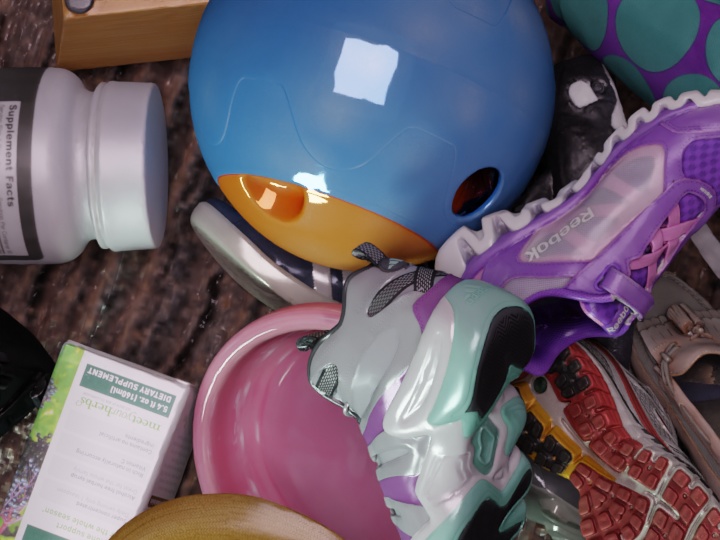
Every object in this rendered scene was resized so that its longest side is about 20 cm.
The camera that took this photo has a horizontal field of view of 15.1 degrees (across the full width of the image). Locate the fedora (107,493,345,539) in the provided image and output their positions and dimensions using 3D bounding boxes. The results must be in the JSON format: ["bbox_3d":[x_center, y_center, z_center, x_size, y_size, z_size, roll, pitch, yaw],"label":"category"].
[{"bbox_3d":[-0.056,0.202,1.505,0.200,0.082,0.202,3,107,11],"label":"fedora"}]

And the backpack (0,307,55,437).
[{"bbox_3d":[-0.295,0.087,1.549,0.154,0.163,0.200,40,95,17],"label":"backpack"}]

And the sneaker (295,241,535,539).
[{"bbox_3d":[0.019,0.076,1.431,0.140,0.078,0.201,26,124,32],"label":"sneaker"}]

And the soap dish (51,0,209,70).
[{"bbox_3d":[-0.112,-0.226,1.598,0.157,0.081,0.201,-5,82,4],"label":"soap dish"}]

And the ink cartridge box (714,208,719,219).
[{"bbox_3d":[0.316,-0.067,1.545,0.165,0.075,0.200,40,87,10],"label":"ink cartridge box"}]

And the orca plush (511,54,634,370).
[{"bbox_3d":[0.110,-0.021,1.538,0.071,0.105,0.201,-2,99,-24],"label":"orca plush"}]

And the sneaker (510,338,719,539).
[{"bbox_3d":[0.154,0.109,1.466,0.078,0.082,0.200,-43,69,27],"label":"sneaker"}]

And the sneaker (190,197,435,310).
[{"bbox_3d":[0.000,0.000,1.570,0.200,0.075,0.085,32,81,2],"label":"sneaker"}]

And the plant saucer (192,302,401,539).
[{"bbox_3d":[0.001,0.108,1.524,0.200,0.051,0.201,13,116,27],"label":"plant saucer"}]

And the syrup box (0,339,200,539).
[{"bbox_3d":[-0.161,0.149,1.557,0.078,0.081,0.201,19,84,8],"label":"syrup box"}]

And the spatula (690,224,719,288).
[{"bbox_3d":[0.196,-0.010,1.509,0.056,0.200,0.021,-31,39,13],"label":"spatula"}]

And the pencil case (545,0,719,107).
[{"bbox_3d":[0.191,-0.124,1.500,0.200,0.085,0.093,44,102,29],"label":"pencil case"}]

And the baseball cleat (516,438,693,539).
[{"bbox_3d":[0.156,0.118,1.550,0.199,0.070,0.107,25,72,3],"label":"baseball cleat"}]

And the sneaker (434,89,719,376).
[{"bbox_3d":[0.136,-0.013,1.415,0.200,0.080,0.089,-34,44,15],"label":"sneaker"}]

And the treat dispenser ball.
[{"bbox_3d":[0.006,-0.099,1.484,0.200,0.201,0.202,-1,83,5],"label":"treat dispenser ball"}]

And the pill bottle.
[{"bbox_3d":[-0.215,-0.060,1.571,0.199,0.114,0.114,-1,83,4],"label":"pill bottle"}]

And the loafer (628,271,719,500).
[{"bbox_3d":[0.201,0.071,1.506,0.072,0.063,0.200,-12,53,-13],"label":"loafer"}]
